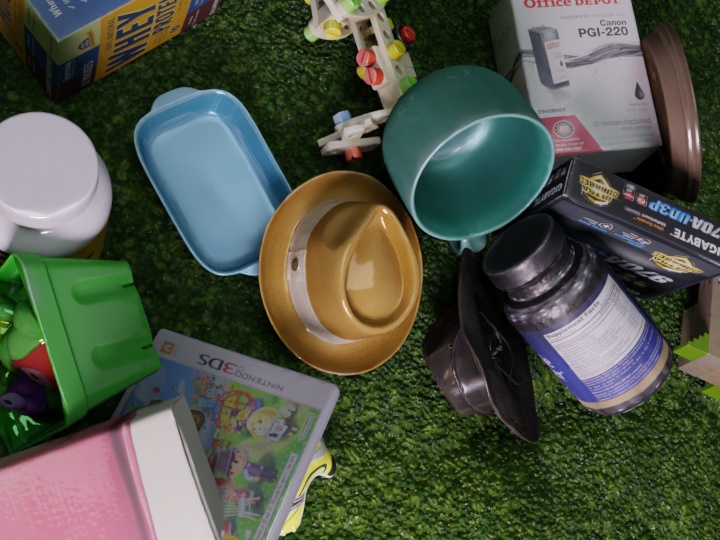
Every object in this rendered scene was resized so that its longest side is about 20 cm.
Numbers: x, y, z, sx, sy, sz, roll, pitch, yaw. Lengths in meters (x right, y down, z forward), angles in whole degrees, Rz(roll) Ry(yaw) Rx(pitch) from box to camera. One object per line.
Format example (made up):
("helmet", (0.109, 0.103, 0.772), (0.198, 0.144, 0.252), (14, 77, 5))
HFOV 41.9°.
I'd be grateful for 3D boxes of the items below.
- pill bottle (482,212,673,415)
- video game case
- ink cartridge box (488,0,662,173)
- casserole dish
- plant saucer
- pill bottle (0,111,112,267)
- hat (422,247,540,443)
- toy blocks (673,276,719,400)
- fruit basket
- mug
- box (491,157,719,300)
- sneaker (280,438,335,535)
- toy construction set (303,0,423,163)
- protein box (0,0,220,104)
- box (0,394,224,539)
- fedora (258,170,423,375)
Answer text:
("pill bottle", (0.215, 0.042, 0.943), (0.200, 0.112, 0.112), (47, 66, -19))
("video game case", (-0.138, 0.160, 0.809), (0.182, 0.022, 0.200), (16, 61, 15))
("ink cartridge box", (0.236, -0.212, 1.045), (0.145, 0.085, 0.201), (-6, 76, -10))
("casserole dish", (-0.140, -0.083, 0.919), (0.121, 0.039, 0.200), (-28, 87, -23))
("plant saucer", (0.335, -0.171, 1.031), (0.029, 0.200, 0.201), (-11, 79, 9))
("pill bottle", (-0.266, -0.051, 0.778), (0.112, 0.200, 0.113), (5, 73, -17))
("hat", (0.109, 0.084, 0.931), (0.081, 0.201, 0.201), (-23, 83, 22))
("toy blocks", (0.440, 0.071, 1.055), (0.200, 0.100, 0.137), (24, 59, -11))
("fruit basket", (-0.289, 0.066, 0.741), (0.215, 0.216, 0.156), (-17, 83, -22))
("mug", (0.091, -0.112, 0.932), (0.152, 0.185, 0.115), (9, 39, -34))
("box", (0.261, -0.037, 0.977), (0.200, 0.159, 0.046), (22, 71, -13))
("sneaker", (-0.096, 0.221, 0.838), (0.076, 0.075, 0.200), (43, 71, -10))
("toy construction set", (0.003, -0.212, 0.969), (0.131, 0.092, 0.201), (-5, 88, -49))
("protein box", (-0.259, -0.307, 0.883), (0.200, 0.135, 0.199), (-37, 90, -23))
("box", (-0.211, 0.178, 0.695), (0.199, 0.128, 0.109), (-19, 89, -8))
("fedora", (0.000, 0.000, 0.899), (0.200, 0.082, 0.201), (2, 85, -32))
